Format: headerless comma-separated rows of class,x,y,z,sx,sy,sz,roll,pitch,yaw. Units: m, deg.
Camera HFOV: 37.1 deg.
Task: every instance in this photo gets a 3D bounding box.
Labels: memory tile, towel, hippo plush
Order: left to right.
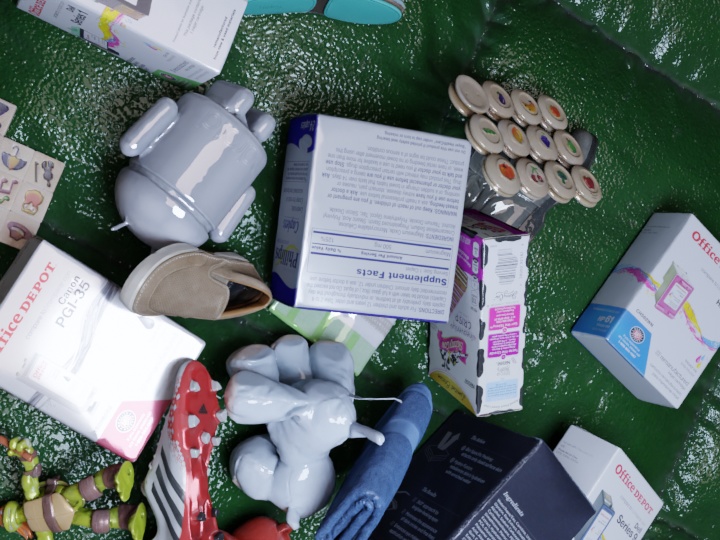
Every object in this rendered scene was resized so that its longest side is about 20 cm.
hippo plush,-0.060,0.176,1.165,0.198,0.159,0.162,15,118,11
towel,0.000,0.000,1.227,0.149,0.031,0.201,37,79,-18
towel,0.023,0.211,1.154,0.048,0.112,0.200,35,36,1
memory tile,0.188,-0.145,1.202,0.199,0.017,0.155,2,60,-43

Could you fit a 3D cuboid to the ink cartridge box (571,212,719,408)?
ink cartridge box,0.385,0.047,1.353,0.144,0.085,0.201,41,77,-18

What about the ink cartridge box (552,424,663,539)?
ink cartridge box,0.257,0.311,1.292,0.201,0.087,0.145,-53,129,-14

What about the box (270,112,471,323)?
box,0.009,-0.054,1.158,0.182,0.105,0.202,7,92,-23

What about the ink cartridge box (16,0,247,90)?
ink cartridge box,-0.230,-0.265,1.062,0.199,0.145,0.085,24,84,-21

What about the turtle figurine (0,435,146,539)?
turtle figurine,-0.301,0.251,1.088,0.159,0.064,0.202,-8,98,8

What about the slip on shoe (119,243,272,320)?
slip on shoe,-0.161,0.021,1.088,0.060,0.200,0.076,37,103,21

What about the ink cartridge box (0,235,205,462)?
ink cartridge box,-0.283,0.079,1.088,0.199,0.083,0.147,35,80,-22

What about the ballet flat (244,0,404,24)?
ballet flat,-0.044,-0.316,1.180,0.198,0.074,0.075,0,92,-25

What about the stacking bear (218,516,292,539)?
stacking bear,-0.161,0.326,1.138,0.198,0.122,0.114,-17,53,-30

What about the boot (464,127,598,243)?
boot,0.188,-0.125,1.281,0.131,0.068,0.200,42,76,-12

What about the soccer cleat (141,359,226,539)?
soccer cleat,-0.184,0.192,1.080,0.068,0.084,0.203,1,86,-62

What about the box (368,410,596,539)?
box,0.119,0.278,1.197,0.200,0.196,0.118,-44,107,-14

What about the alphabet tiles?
alphabet tiles,-0.408,-0.102,1.074,0.199,0.008,0.169,24,83,-21

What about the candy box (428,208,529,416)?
candy box,0.129,0.044,1.204,0.060,0.136,0.202,-6,106,-19

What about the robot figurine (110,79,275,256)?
robot figurine,-0.175,-0.102,1.108,0.201,0.113,0.170,-53,129,-11
